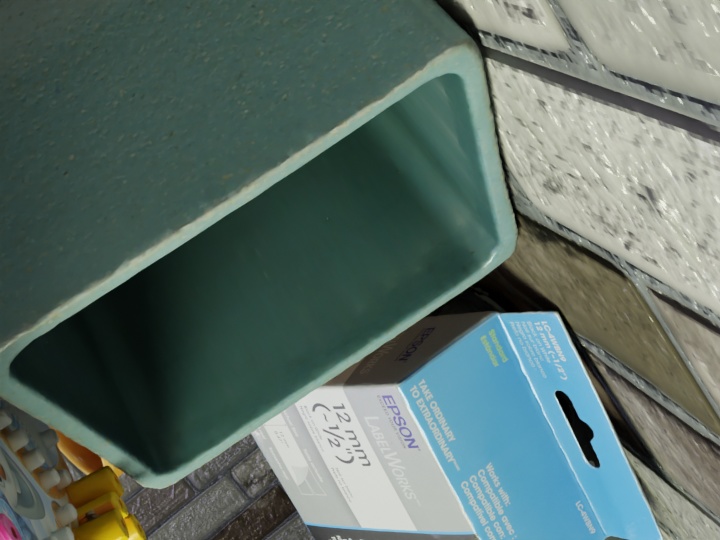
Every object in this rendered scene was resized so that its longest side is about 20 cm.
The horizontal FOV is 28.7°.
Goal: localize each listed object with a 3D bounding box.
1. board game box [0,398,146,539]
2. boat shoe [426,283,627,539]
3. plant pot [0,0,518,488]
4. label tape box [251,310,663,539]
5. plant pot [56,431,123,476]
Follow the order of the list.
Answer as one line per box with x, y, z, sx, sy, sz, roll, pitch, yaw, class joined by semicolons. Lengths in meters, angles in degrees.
-0.148;0.017;0.499;0.201;0.026;0.200;63;180;10;board game box
0.094;0.095;0.780;0.200;0.075;0.060;51;-179;1;boat shoe
-0.077;-0.063;0.569;0.201;0.195;0.196;55;177;23;plant pot
0.041;0.101;0.736;0.199;0.066;0.144;-6;119;48;label tape box
-0.127;-0.017;0.785;0.200;0.183;0.201;43;156;24;plant pot
